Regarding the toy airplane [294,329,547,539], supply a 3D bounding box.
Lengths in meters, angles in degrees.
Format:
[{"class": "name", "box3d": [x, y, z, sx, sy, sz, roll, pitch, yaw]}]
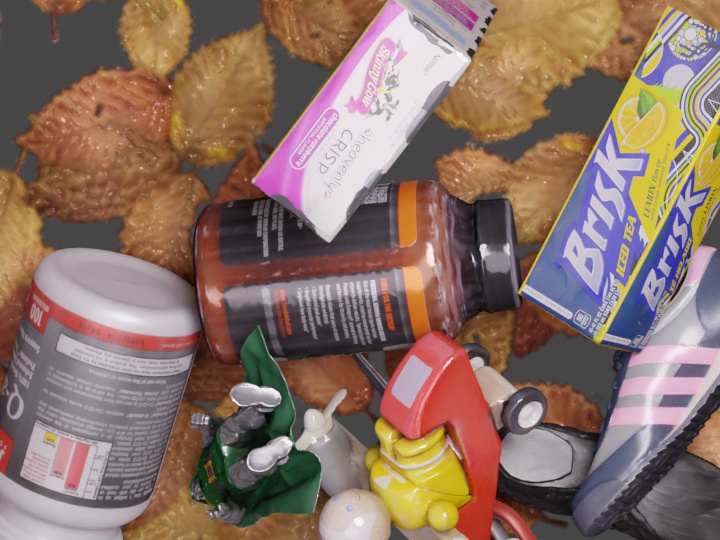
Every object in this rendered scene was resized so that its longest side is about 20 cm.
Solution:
[{"class": "toy airplane", "box3d": [0.034, 0.155, 1.373, 0.141, 0.200, 0.200, -15, 79, -30]}]

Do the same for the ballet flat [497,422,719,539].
[{"class": "ballet flat", "box3d": [0.175, 0.142, 1.443, 0.199, 0.057, 0.067, 19, 79, -3]}]

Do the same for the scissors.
[{"class": "scissors", "box3d": [0.062, 0.129, 1.448, 0.073, 0.014, 0.201, -18, 102, 53]}]

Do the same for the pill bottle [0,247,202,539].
[{"class": "pill bottle", "box3d": [-0.180, 0.097, 1.435, 0.115, 0.116, 0.201, 19, 106, 2]}]

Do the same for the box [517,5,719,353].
[{"class": "box", "box3d": [0.179, -0.054, 1.345, 0.070, 0.064, 0.201, 32, 100, 32]}]

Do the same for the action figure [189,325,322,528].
[{"class": "action figure", "box3d": [-0.079, 0.121, 1.404, 0.054, 0.200, 0.119, -8, 74, -17]}]

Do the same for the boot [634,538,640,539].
[{"class": "boot", "box3d": [0.125, 0.253, 1.421, 0.201, 0.144, 0.071, -38, 96, 16]}]

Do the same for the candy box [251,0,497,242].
[{"class": "candy box", "box3d": [0.012, -0.108, 1.310, 0.061, 0.200, 0.137, 37, 106, -4]}]

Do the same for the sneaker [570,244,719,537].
[{"class": "sneaker", "box3d": [0.182, 0.073, 1.394, 0.082, 0.070, 0.200, 37, 87, 19]}]

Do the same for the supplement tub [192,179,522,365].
[{"class": "supplement tub", "box3d": [0.000, 0.000, 1.388, 0.199, 0.107, 0.108, -6, 104, 8]}]
